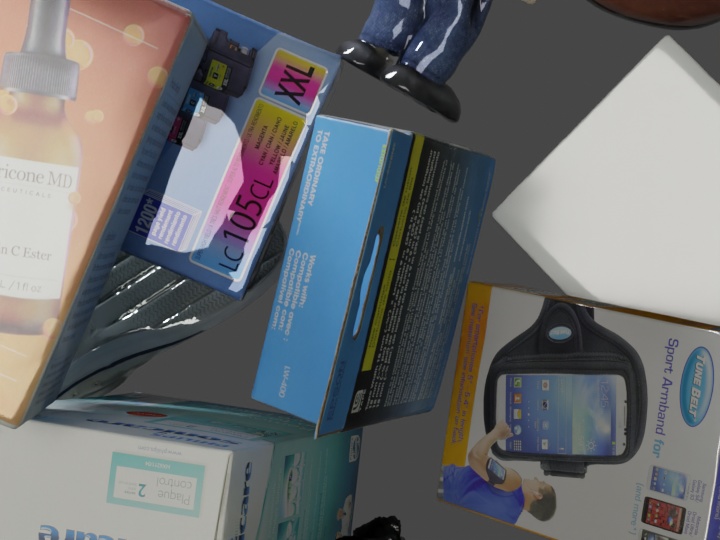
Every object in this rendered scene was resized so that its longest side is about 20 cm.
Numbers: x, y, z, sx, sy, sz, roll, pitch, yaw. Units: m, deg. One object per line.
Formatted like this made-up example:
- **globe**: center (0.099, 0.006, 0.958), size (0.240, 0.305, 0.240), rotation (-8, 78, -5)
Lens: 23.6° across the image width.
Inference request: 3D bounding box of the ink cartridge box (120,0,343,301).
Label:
- **ink cartridge box**: center (-0.125, -0.086, 0.893), size (0.199, 0.076, 0.137), rotation (23, 91, -1)

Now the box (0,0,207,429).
- **box**: center (-0.179, -0.052, 0.800), size (0.151, 0.106, 0.201), rotation (23, 91, -2)

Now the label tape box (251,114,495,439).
- **label tape box**: center (0.000, 0.000, 0.854), size (0.063, 0.200, 0.145), rotation (15, 93, 18)

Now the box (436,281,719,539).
- **box**: center (0.125, 0.078, 0.848), size (0.199, 0.041, 0.120), rotation (11, 94, 50)

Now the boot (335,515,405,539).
- **boot**: center (0.036, 0.196, 0.834), size (0.073, 0.198, 0.163), rotation (-18, 102, 52)

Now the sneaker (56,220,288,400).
- **sneaker**: center (-0.131, 0.022, 0.968), size (0.199, 0.071, 0.073), rotation (-25, 76, -1)

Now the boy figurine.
- **boy figurine**: center (0.059, -0.186, 0.910), size (0.124, 0.064, 0.201), rotation (31, 96, 42)

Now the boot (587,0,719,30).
- **boot**: center (0.176, -0.154, 0.800), size (0.187, 0.200, 0.069), rotation (12, 93, 18)

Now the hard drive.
- **hard drive**: center (0.182, -0.003, 0.887), size (0.132, 0.026, 0.200), rotation (-45, 76, 12)

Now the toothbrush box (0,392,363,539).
- **toothbrush box**: center (-0.099, 0.116, 0.885), size (0.145, 0.200, 0.086), rotation (7, 91, 19)
